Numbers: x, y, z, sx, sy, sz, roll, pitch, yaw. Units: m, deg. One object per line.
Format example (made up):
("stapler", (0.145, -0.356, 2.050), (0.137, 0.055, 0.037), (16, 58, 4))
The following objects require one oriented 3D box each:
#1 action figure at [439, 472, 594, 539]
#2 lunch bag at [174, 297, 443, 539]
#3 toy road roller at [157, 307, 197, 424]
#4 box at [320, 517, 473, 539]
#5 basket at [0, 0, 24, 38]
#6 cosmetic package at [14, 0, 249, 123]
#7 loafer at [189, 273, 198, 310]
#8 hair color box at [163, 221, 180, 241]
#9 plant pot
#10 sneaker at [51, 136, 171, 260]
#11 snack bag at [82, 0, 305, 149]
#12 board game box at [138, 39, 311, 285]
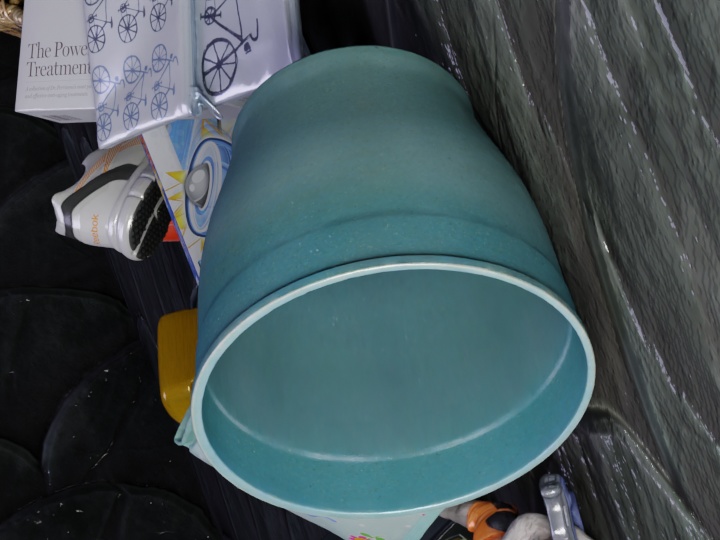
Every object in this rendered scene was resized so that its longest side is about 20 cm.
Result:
("action figure", (0.097, 0.216, 1.275), (0.193, 0.104, 0.201), (-121, 15, -85))
("lunch bag", (-0.008, 0.074, 1.305), (0.170, 0.122, 0.200), (28, 156, -2))
("toy road roller", (-0.063, 0.079, 1.613), (0.200, 0.145, 0.123), (66, -167, -45))
("box", (-0.001, 0.228, 1.532), (0.046, 0.200, 0.159), (46, 177, -16))
("basket", (-0.217, -0.274, 1.692), (0.149, 0.142, 0.201), (170, 121, -80))
("cosmetic package", (-0.146, -0.181, 1.505), (0.199, 0.052, 0.151), (1, 83, 37))
("loafer", (-0.094, -0.016, 1.647), (0.200, 0.073, 0.072), (91, 176, -51))
("hair color box", (-0.135, -0.135, 1.770), (0.111, 0.064, 0.201), (-100, 7, -73))
("plant pot", (0.005, -0.006, 1.135), (0.200, 0.199, 0.188), (84, 177, -49))
("sneaker", (-0.162, -0.081, 1.624), (0.200, 0.080, 0.074), (-56, -30, -55))
("snack bag", (-0.112, -0.188, 1.420), (0.200, 0.021, 0.189), (-13, 79, 42))
("board game box", (-0.080, -0.086, 1.544), (0.034, 0.135, 0.200), (91, 157, -66))
